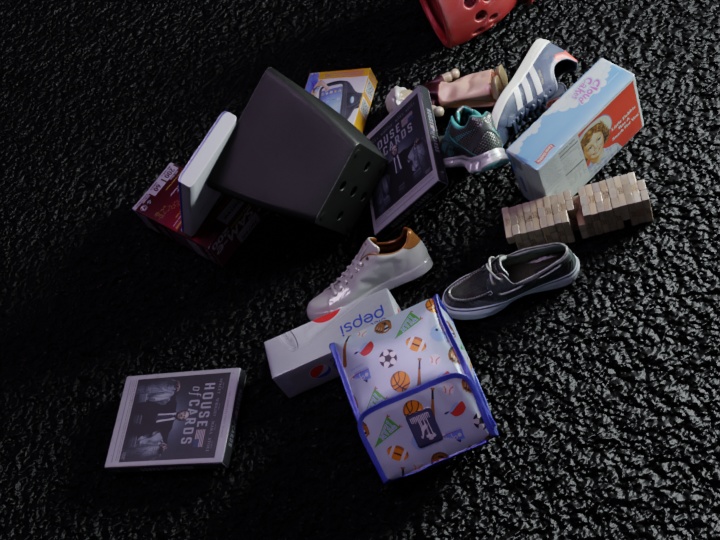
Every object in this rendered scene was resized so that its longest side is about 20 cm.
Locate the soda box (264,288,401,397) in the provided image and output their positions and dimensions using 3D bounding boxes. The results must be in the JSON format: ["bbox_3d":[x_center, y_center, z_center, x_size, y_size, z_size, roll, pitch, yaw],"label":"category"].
[{"bbox_3d":[-0.033,0.103,1.515,0.199,0.064,0.069,-24,51,8],"label":"soda box"}]

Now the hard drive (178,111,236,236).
[{"bbox_3d":[-0.234,-0.144,1.625,0.025,0.200,0.132,29,70,2],"label":"hard drive"}]

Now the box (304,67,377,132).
[{"bbox_3d":[-0.052,-0.250,1.783,0.118,0.042,0.201,0,56,25],"label":"box"}]

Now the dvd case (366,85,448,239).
[{"bbox_3d":[0.064,-0.168,1.638,0.150,0.025,0.201,-40,43,36],"label":"dvd case"}]

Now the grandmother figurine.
[{"bbox_3d":[0.131,-0.280,1.710,0.199,0.061,0.121,-6,28,25],"label":"grandmother figurine"}]

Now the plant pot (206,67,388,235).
[{"bbox_3d":[-0.079,-0.159,1.619,0.177,0.199,0.201,32,95,23],"label":"plant pot"}]

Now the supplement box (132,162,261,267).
[{"bbox_3d":[-0.273,-0.095,1.767,0.199,0.061,0.109,25,71,34],"label":"supplement box"}]

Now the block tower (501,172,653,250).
[{"bbox_3d":[0.303,-0.078,1.489,0.199,0.058,0.054,-14,53,14],"label":"block tower"}]

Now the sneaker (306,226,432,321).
[{"bbox_3d":[0.000,0.000,1.548,0.199,0.085,0.073,-29,24,-1],"label":"sneaker"}]

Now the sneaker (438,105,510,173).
[{"bbox_3d":[0.157,-0.201,1.578,0.077,0.092,0.200,-20,15,-18],"label":"sneaker"}]

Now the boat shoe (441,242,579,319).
[{"bbox_3d":[0.200,0.005,1.468,0.199,0.071,0.072,-22,51,11],"label":"boat shoe"}]

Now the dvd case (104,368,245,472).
[{"bbox_3d":[-0.272,0.221,1.564,0.199,0.025,0.151,-7,56,22],"label":"dvd case"}]

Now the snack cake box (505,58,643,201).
[{"bbox_3d":[0.310,-0.191,1.522,0.200,0.115,0.067,-44,51,-8],"label":"snack cake box"}]

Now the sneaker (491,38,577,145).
[{"bbox_3d":[0.265,-0.258,1.622,0.084,0.075,0.201,27,80,17],"label":"sneaker"}]

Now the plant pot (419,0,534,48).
[{"bbox_3d":[0.182,-0.492,1.737,0.182,0.201,0.201,-26,51,4],"label":"plant pot"}]

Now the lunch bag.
[{"bbox_3d":[0.072,0.160,1.396,0.169,0.124,0.201,-24,65,9],"label":"lunch bag"}]
